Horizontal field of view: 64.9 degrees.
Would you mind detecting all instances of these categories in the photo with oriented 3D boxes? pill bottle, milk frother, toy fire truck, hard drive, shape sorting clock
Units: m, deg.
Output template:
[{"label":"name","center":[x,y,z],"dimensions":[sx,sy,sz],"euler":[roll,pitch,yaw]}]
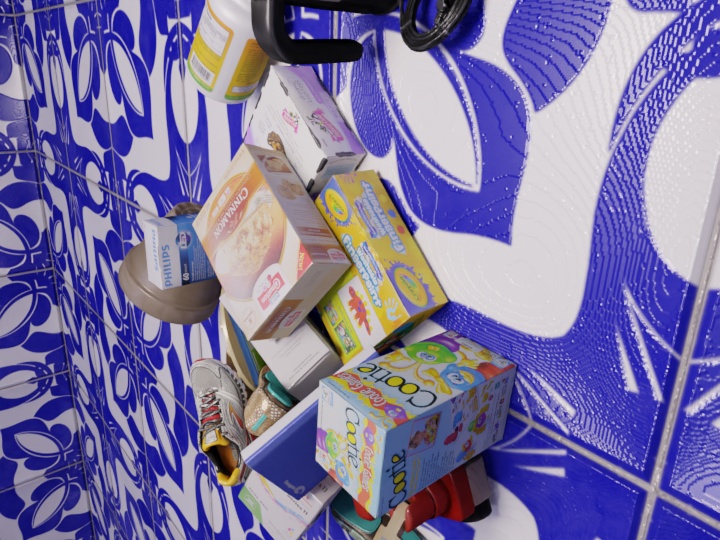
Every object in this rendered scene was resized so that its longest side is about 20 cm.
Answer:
[{"label":"pill bottle","center":[-0.176,-0.353,0.827],"dimensions":[0.200,0.110,0.112],"euler":[-46,66,47]},{"label":"milk frother","center":[-0.012,-0.309,0.574],"dimensions":[0.199,0.187,0.182],"euler":[6,106,50]},{"label":"toy fire truck","center":[0.038,0.288,0.683],"dimensions":[0.175,0.199,0.130],"euler":[-13,90,52]},{"label":"hard drive","center":[-0.035,0.196,0.715],"dimensions":[0.025,0.200,0.132],"euler":[45,172,45]},{"label":"shape sorting clock","center":[-0.187,0.105,0.946],"dimensions":[0.039,0.200,0.202],"euler":[-16,88,12]}]

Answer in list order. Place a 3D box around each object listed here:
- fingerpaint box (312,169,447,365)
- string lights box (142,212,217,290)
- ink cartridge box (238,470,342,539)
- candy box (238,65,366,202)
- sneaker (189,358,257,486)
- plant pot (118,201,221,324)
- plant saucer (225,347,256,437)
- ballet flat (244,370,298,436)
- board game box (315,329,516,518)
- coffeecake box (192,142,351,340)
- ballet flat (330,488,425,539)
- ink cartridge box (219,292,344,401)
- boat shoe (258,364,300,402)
[{"label":"fingerpaint box","center":[0.000,0.000,0.745],"dimensions":[0.201,0.073,0.167],"euler":[61,141,16]},{"label":"string lights box","center":[-0.248,-0.043,0.939],"dimensions":[0.059,0.199,0.104],"euler":[23,118,45]},{"label":"ink cartridge box","center":[-0.094,0.304,0.823],"dimensions":[0.117,0.067,0.201],"euler":[41,128,16]},{"label":"candy box","center":[-0.097,-0.160,0.820],"dimensions":[0.169,0.071,0.200],"euler":[60,140,20]},{"label":"sneaker","center":[-0.210,0.229,0.862],"dimensions":[0.077,0.082,0.202],"euler":[-23,87,14]},{"label":"plant pot","center":[-0.335,-0.026,1.085],"dimensions":[0.200,0.199,0.174],"euler":[52,120,28]},{"label":"plant saucer","center":[-0.181,0.215,1.001],"dimensions":[0.200,0.035,0.202],"euler":[-19,-90,-89]},{"label":"ballet flat","center":[-0.125,0.180,0.770],"dimensions":[0.070,0.065,0.200],"euler":[41,175,3]},{"label":"board game box","center":[0.061,0.153,0.613],"dimensions":[0.103,0.199,0.106],"euler":[27,121,43]},{"label":"coffeecake box","center":[-0.123,-0.036,0.739],"dimensions":[0.154,0.073,0.201],"euler":[-47,61,29]},{"label":"ballet flat","center":[0.037,0.396,0.836],"dimensions":[0.199,0.074,0.075],"euler":[30,123,40]},{"label":"ink cartridge box","center":[-0.102,0.104,0.843],"dimensions":[0.200,0.083,0.147],"euler":[45,174,33]},{"label":"boat shoe","center":[-0.090,0.231,0.884],"dimensions":[0.067,0.072,0.201],"euler":[-35,80,43]}]
